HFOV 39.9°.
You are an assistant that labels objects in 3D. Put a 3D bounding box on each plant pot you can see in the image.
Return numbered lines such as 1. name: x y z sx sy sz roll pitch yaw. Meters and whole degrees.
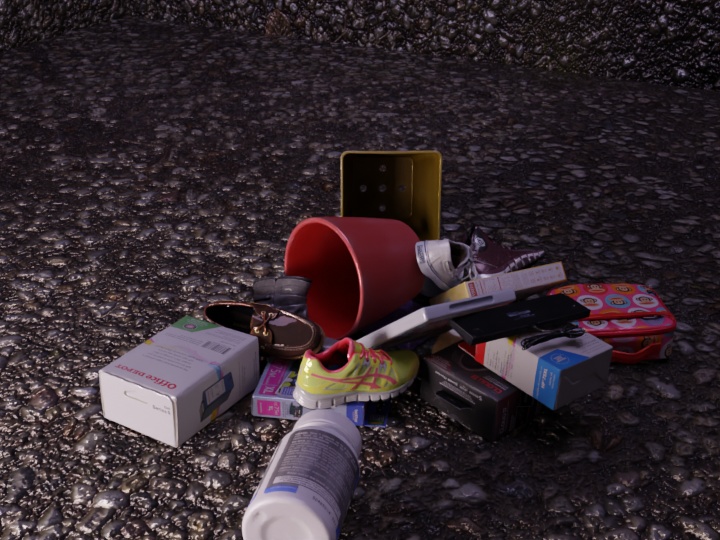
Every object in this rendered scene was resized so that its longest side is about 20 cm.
1. plant pot: 0.000 0.000 1.636 0.176 0.203 0.199 -14 29 -42
2. plant pot: 0.052 -0.153 2.021 0.197 0.203 0.177 -1 14 -5

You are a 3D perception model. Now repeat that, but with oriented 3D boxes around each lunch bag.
1. lunch bag: 0.413 0.095 1.643 0.197 0.083 0.177 -3 30 -6

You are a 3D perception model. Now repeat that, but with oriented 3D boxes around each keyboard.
1. keyboard: 0.237 0.077 1.398 0.198 0.021 0.127 -12 24 -21

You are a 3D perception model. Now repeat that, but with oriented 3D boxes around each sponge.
1. sponge: 0.039 0.076 1.710 0.199 0.030 0.111 21 33 33

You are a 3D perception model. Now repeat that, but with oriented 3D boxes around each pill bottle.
1. pill bottle: -0.063 0.263 1.216 0.112 0.115 0.200 7 26 11

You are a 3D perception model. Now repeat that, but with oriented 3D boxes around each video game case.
1. video game case: 0.106 0.079 1.490 0.181 0.023 0.199 -10 -12 -36

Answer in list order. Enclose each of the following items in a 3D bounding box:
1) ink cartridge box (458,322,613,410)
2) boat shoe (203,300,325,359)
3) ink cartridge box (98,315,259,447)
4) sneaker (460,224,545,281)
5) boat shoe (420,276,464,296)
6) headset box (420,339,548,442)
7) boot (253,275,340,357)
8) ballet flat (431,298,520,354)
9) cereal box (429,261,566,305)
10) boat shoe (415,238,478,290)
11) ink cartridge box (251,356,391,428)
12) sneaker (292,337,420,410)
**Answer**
1. ink cartridge box: 0.247 0.110 1.432 0.115 0.068 0.199 -17 33 -35
2. boat shoe: -0.152 0.088 1.519 0.198 0.071 0.070 6 -20 27
3. ink cartridge box: -0.262 0.157 1.458 0.144 0.088 0.200 14 27 27
4. sneaker: 0.258 -0.042 1.852 0.199 0.076 0.116 -21 76 -42
5. boat shoe: 0.110 0.007 1.775 0.090 0.072 0.200 8 0 27
6. headset box: 0.196 0.165 1.479 0.199 0.076 0.148 -20 34 -38
7. boot: -0.092 0.073 1.567 0.198 0.133 0.070 7 -15 17
8. ballet flat: 0.197 0.089 1.640 0.198 0.073 0.068 -17 35 -33
9. cereal box: 0.235 0.034 1.713 0.198 0.040 0.144 -12 -9 -23
10. boat shoe: 0.159 -0.019 1.654 0.085 0.076 0.202 -13 -17 18
11. ink cartridge box: -0.053 0.179 1.480 0.197 0.042 0.120 6 26 6
12. sneaker: 0.000 0.136 1.424 0.198 0.091 0.078 -11 28 -27
